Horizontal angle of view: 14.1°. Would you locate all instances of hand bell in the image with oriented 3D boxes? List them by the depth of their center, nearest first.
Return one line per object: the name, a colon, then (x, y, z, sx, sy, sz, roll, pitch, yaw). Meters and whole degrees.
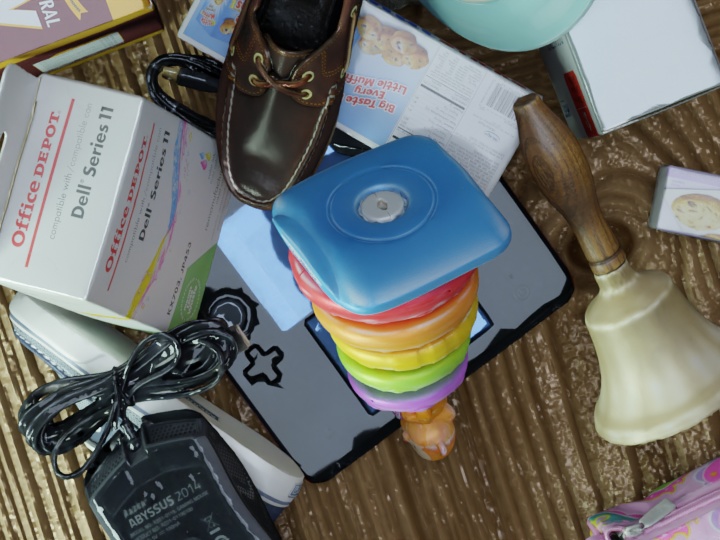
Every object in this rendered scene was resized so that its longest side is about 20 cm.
hand bell: (0.136, -0.012, 1.643, 0.104, 0.104, 0.201, -31, 111, -1)

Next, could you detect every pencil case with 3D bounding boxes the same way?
pencil case: (0.226, 0.144, 1.689, 0.199, 0.087, 0.088, -24, 92, -2)

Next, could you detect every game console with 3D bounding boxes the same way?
game console: (0.000, 0.000, 1.706, 0.200, 0.031, 0.177, -36, 92, -1)

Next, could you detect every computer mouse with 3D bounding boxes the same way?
computer mouse: (-0.093, 0.135, 1.638, 0.138, 0.053, 0.201, -25, 91, 10)
computer mouse: (-0.025, -0.095, 1.671, 0.199, 0.034, 0.059, 7, 93, -3)

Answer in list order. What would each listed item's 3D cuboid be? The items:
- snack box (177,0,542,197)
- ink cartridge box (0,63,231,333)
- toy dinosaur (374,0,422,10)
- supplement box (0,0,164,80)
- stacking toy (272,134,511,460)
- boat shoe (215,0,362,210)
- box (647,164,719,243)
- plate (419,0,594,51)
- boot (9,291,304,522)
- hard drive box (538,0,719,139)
snack box: (0.000, -0.115, 1.642, 0.199, 0.024, 0.072, 30, 101, 0)
ink cartridge box: (-0.141, -0.035, 1.592, 0.067, 0.200, 0.118, 14, 86, 19)
toy dinosaur: (-0.038, -0.187, 1.690, 0.199, 0.077, 0.103, 30, 78, 2)
supplement box: (-0.224, -0.166, 1.609, 0.196, 0.200, 0.133, -21, 91, -2)
stacking toy: (0.025, 0.035, 1.636, 0.109, 0.116, 0.201, -25, 135, -15)
boat shoe: (-0.038, -0.127, 1.596, 0.070, 0.070, 0.201, 14, 103, 2)
box: (0.269, -0.024, 1.711, 0.199, 0.039, 0.042, 12, 92, -2)
plate: (0.058, -0.213, 1.570, 0.026, 0.200, 0.201, -22, 92, -37)
boot: (-0.137, 0.099, 1.682, 0.200, 0.073, 0.091, 36, 99, 2)
hard drive box: (0.127, -0.181, 1.645, 0.076, 0.156, 0.201, -22, 91, -1)
